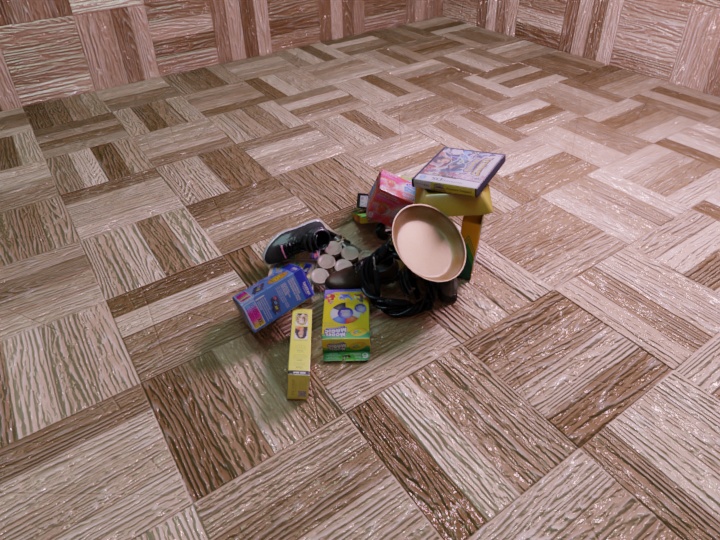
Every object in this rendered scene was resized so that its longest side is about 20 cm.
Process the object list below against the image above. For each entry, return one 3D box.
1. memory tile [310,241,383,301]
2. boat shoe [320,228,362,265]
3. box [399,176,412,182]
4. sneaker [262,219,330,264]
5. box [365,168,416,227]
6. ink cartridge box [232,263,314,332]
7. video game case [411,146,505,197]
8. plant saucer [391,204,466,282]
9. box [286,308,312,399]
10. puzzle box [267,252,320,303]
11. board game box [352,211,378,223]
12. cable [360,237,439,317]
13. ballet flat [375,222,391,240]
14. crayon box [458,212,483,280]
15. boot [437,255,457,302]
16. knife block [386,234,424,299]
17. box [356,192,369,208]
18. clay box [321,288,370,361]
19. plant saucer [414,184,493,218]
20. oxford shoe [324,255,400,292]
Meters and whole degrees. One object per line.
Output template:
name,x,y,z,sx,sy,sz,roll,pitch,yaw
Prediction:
memory tile,-0.021,0.000,1.442,0.193,0.017,0.156,16,52,9
boat shoe,-0.069,-0.071,1.539,0.196,0.061,0.071,25,43,31
box,0.142,-0.266,1.736,0.117,0.050,0.200,7,14,11
sneaker,-0.165,-0.069,1.459,0.196,0.073,0.099,-30,29,-18
box,0.121,-0.173,1.487,0.195,0.096,0.104,23,38,-12
ink cartridge box,-0.194,0.052,1.300,0.196,0.078,0.136,-30,15,-17
video game case,0.249,-0.254,1.392,0.176,0.026,0.200,14,42,31
plant saucer,0.154,-0.058,1.285,0.193,0.036,0.207,12,59,-19
box,-0.132,0.178,1.204,0.048,0.077,0.203,3,36,-7
puzzle box,-0.179,0.012,1.463,0.128,0.026,0.203,1,37,2
board game box,0.032,-0.160,1.622,0.092,0.031,0.200,-7,12,-6
cable,0.094,0.034,1.313,0.163,0.200,0.051,-45,10,6
ballet flat,0.140,-0.127,1.594,0.193,0.069,0.070,-13,78,-7
crayon box,0.289,-0.098,1.441,0.050,0.205,0.127,12,38,12
boot,0.217,-0.028,1.412,0.065,0.134,0.203,-5,37,-6
knife block,0.122,-0.009,1.440,0.063,0.181,0.198,25,-14,-26
box,0.093,-0.203,1.656,0.192,0.045,0.160,6,8,6
clay box,-0.033,0.125,1.292,0.110,0.049,0.203,-2,36,0
plant saucer,0.232,-0.209,1.400,0.192,0.050,0.203,-3,35,10
oxford shoe,0.000,0.000,1.371,0.193,0.085,0.074,-16,54,0
